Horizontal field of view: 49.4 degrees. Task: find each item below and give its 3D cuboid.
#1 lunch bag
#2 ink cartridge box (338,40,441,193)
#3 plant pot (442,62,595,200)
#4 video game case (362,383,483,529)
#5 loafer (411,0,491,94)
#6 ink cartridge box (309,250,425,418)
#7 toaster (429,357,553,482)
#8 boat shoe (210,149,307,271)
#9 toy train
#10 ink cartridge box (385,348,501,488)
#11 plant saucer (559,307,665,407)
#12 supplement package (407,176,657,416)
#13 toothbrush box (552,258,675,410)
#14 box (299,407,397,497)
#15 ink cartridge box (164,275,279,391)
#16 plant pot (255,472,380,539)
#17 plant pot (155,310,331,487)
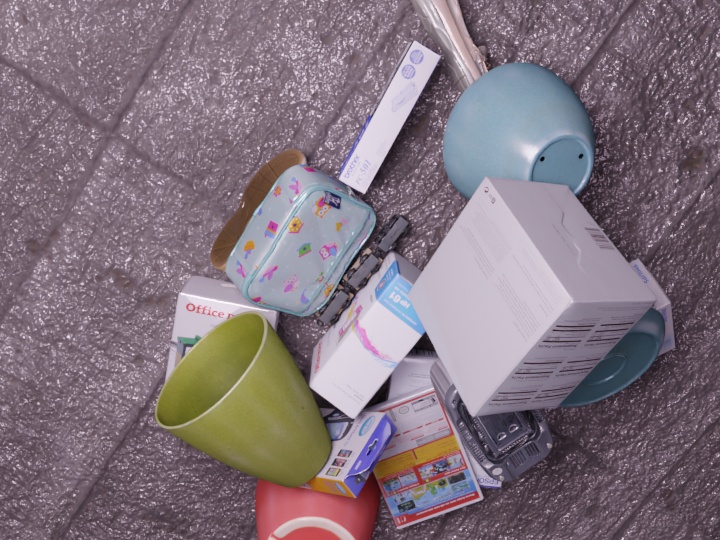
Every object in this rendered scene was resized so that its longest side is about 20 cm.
[{"bbox_3d":[-0.074,-0.037,1.068,0.160,0.077,0.201,22,108,-45],"label":"lunch bag"},{"bbox_3d":[0.036,-0.206,1.049,0.044,0.094,0.201,28,102,-7],"label":"ink cartridge box"},{"bbox_3d":[0.223,-0.152,1.010,0.198,0.135,0.202,-9,120,-16],"label":"plant pot"},{"bbox_3d":[0.085,0.280,1.173,0.142,0.017,0.201,-21,104,6],"label":"video game case"},{"bbox_3d":[0.140,-0.298,1.043,0.063,0.072,0.201,-32,100,0],"label":"loafer"},{"bbox_3d":[0.018,0.086,1.097,0.084,0.145,0.201,35,101,-9],"label":"ink cartridge box"},{"bbox_3d":[0.170,0.181,1.079,0.113,0.129,0.201,-34,106,-2],"label":"toaster"},{"bbox_3d":[-0.131,-0.078,1.101,0.065,0.072,0.201,28,100,-44],"label":"boat shoe"},{"bbox_3d":[0.000,0.000,1.127,0.034,0.046,0.200,37,100,-13],"label":"toy train"},{"bbox_3d":[0.133,0.224,1.187,0.194,0.043,0.202,7,107,-2],"label":"ink cartridge box"},{"bbox_3d":[0.318,0.123,1.036,0.198,0.028,0.201,-14,140,-12],"label":"plant saucer"},{"bbox_3d":[0.191,0.032,0.920,0.146,0.192,0.201,2,136,-34],"label":"supplement package"},{"bbox_3d":[0.328,0.093,1.097,0.199,0.086,0.147,-29,143,5],"label":"toothbrush box"},{"bbox_3d":[-0.038,0.252,1.099,0.199,0.119,0.042,-4,129,44],"label":"box"},{"bbox_3d":[-0.202,0.124,1.136,0.145,0.084,0.202,10,104,-4],"label":"ink cartridge box"},{"bbox_3d":[-0.067,0.379,1.154,0.198,0.177,0.202,0,105,-1],"label":"plant pot"},{"bbox_3d":[-0.132,0.190,1.034,0.187,0.187,0.200,-37,116,8],"label":"plant pot"}]
